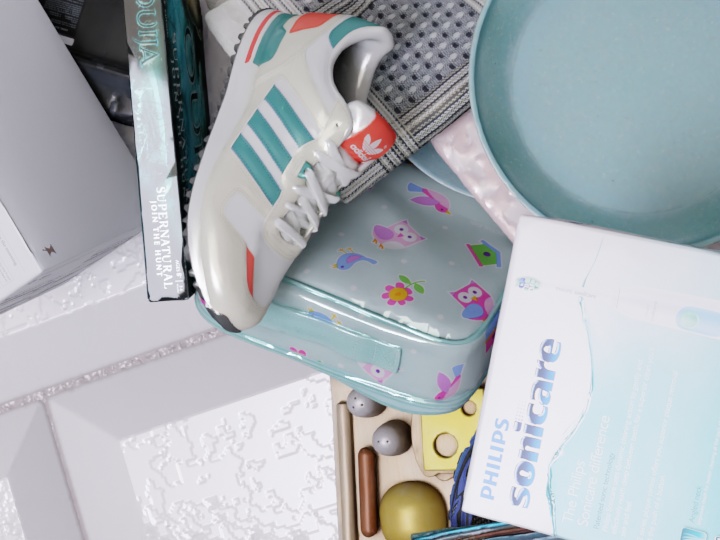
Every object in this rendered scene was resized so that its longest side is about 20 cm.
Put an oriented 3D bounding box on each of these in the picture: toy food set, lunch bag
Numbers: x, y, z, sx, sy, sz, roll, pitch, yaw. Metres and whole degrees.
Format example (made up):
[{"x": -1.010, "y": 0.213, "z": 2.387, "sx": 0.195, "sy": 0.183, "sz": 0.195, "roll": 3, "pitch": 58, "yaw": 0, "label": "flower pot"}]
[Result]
[{"x": 0.043, "y": 0.145, "z": 0.970, "sx": 0.143, "sy": 0.060, "sz": 0.201, "roll": -3, "pitch": 89, "yaw": 18, "label": "toy food set"}, {"x": 0.000, "y": 0.000, "z": 0.932, "sx": 0.199, "sy": 0.160, "sz": 0.077, "roll": 21, "pitch": 134, "yaw": 15, "label": "lunch bag"}]

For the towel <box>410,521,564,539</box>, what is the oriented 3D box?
[{"x": 0.127, "y": 0.222, "z": 0.904, "sx": 0.146, "sy": 0.022, "sz": 0.200, "roll": -15, "pitch": 122, "yaw": 20, "label": "towel"}]

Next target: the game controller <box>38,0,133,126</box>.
[{"x": -0.211, "y": -0.172, "z": 1.071, "sx": 0.199, "sy": 0.042, "sz": 0.105, "roll": 18, "pitch": 81, "yaw": 17, "label": "game controller"}]

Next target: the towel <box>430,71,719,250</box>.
[{"x": 0.163, "y": -0.082, "z": 0.897, "sx": 0.200, "sy": 0.032, "sz": 0.191, "roll": -40, "pitch": 75, "yaw": 3, "label": "towel"}]

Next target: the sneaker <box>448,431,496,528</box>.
[{"x": 0.124, "y": 0.096, "z": 0.906, "sx": 0.075, "sy": 0.078, "sz": 0.200, "roll": 38, "pitch": 85, "yaw": -4, "label": "sneaker"}]

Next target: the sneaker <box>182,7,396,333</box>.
[{"x": -0.033, "y": -0.061, "z": 0.847, "sx": 0.093, "sy": 0.070, "sz": 0.200, "roll": 2, "pitch": 65, "yaw": 24, "label": "sneaker"}]

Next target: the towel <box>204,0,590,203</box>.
[{"x": 0.012, "y": -0.168, "z": 0.930, "sx": 0.192, "sy": 0.035, "sz": 0.200, "roll": -38, "pitch": 59, "yaw": 3, "label": "towel"}]

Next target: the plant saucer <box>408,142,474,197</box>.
[{"x": 0.104, "y": -0.138, "z": 0.954, "sx": 0.200, "sy": 0.039, "sz": 0.202, "roll": -2, "pitch": 82, "yaw": 11, "label": "plant saucer"}]

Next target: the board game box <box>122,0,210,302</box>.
[{"x": -0.119, "y": -0.089, "z": 0.969, "sx": 0.028, "sy": 0.135, "sz": 0.201, "roll": -3, "pitch": 99, "yaw": 5, "label": "board game box"}]

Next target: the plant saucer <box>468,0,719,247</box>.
[{"x": 0.160, "y": -0.107, "z": 0.855, "sx": 0.199, "sy": 0.036, "sz": 0.201, "roll": 0, "pitch": 87, "yaw": 2, "label": "plant saucer"}]

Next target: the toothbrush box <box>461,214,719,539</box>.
[{"x": 0.163, "y": 0.063, "z": 0.710, "sx": 0.199, "sy": 0.085, "sz": 0.147, "roll": 11, "pitch": 94, "yaw": 19, "label": "toothbrush box"}]

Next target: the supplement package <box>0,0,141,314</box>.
[{"x": -0.252, "y": -0.080, "z": 0.992, "sx": 0.111, "sy": 0.156, "sz": 0.200, "roll": -30, "pitch": 92, "yaw": 28, "label": "supplement package"}]
